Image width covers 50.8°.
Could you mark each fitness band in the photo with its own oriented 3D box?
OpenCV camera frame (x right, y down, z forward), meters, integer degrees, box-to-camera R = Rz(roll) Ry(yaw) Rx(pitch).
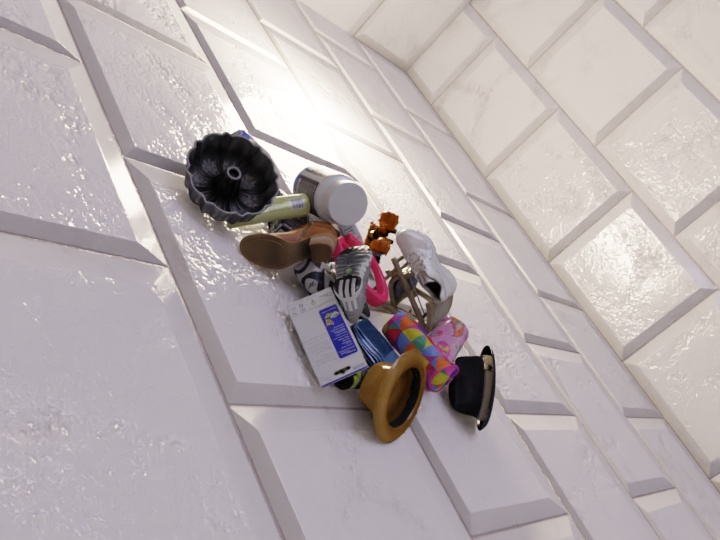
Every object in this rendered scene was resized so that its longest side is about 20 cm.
[{"bbox_3d":[0.000,0.000,1.690,0.200,0.037,0.145,41,29,-47],"label":"fitness band"}]

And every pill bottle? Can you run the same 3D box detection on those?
[{"bbox_3d":[-0.068,-0.168,1.705,0.113,0.114,0.200,32,0,-31],"label":"pill bottle"}]

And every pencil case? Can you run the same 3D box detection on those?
[{"bbox_3d":[-0.285,-0.253,1.722,0.078,0.086,0.200,61,17,-24],"label":"pencil case"},{"bbox_3d":[0.186,0.191,1.763,0.087,0.087,0.200,44,40,-5],"label":"pencil case"},{"bbox_3d":[0.129,0.173,1.649,0.088,0.089,0.200,21,22,-46],"label":"pencil case"}]

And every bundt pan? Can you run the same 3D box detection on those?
[{"bbox_3d":[-0.272,-0.182,1.563,0.200,0.076,0.203,14,58,-23],"label":"bundt pan"}]

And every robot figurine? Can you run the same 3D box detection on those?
[{"bbox_3d":[0.050,-0.090,1.923,0.058,0.146,0.200,19,-5,-8],"label":"robot figurine"}]

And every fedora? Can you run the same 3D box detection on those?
[{"bbox_3d":[0.256,0.270,1.773,0.091,0.202,0.201,8,27,0],"label":"fedora"},{"bbox_3d":[0.055,0.234,1.468,0.081,0.203,0.200,14,7,29],"label":"fedora"}]

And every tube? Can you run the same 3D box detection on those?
[{"bbox_3d":[-0.207,-0.131,1.640,0.199,0.052,0.058,-11,13,-31],"label":"tube"}]

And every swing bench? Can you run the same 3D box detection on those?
[{"bbox_3d":[0.134,0.061,1.874,0.200,0.130,0.199,49,25,4],"label":"swing bench"}]

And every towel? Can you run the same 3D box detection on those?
[{"bbox_3d":[0.048,0.190,1.622,0.200,0.049,0.112,50,21,9],"label":"towel"}]

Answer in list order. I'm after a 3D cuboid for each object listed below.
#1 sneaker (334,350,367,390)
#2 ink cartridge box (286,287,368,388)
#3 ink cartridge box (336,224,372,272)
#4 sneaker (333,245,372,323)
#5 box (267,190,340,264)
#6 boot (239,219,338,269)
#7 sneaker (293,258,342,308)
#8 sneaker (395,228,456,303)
[{"bbox_3d":[-0.035,0.156,1.516,0.081,0.074,0.201,31,33,-49],"label":"sneaker"},{"bbox_3d":[-0.063,0.133,1.451,0.039,0.099,0.201,79,-12,-54],"label":"ink cartridge box"},{"bbox_3d":[-0.027,-0.090,1.921,0.201,0.043,0.197,71,-6,-53],"label":"ink cartridge box"},{"bbox_3d":[-0.012,0.038,1.547,0.200,0.074,0.116,-72,154,-58],"label":"sneaker"},{"bbox_3d":[-0.126,-0.083,1.765,0.199,0.050,0.158,34,25,-29],"label":"box"},{"bbox_3d":[-0.145,-0.068,1.590,0.155,0.198,0.077,-89,174,-68],"label":"boot"},{"bbox_3d":[-0.055,0.046,1.648,0.199,0.079,0.130,21,41,-63],"label":"sneaker"},{"bbox_3d":[0.151,-0.012,1.776,0.200,0.074,0.087,50,31,-4],"label":"sneaker"}]
